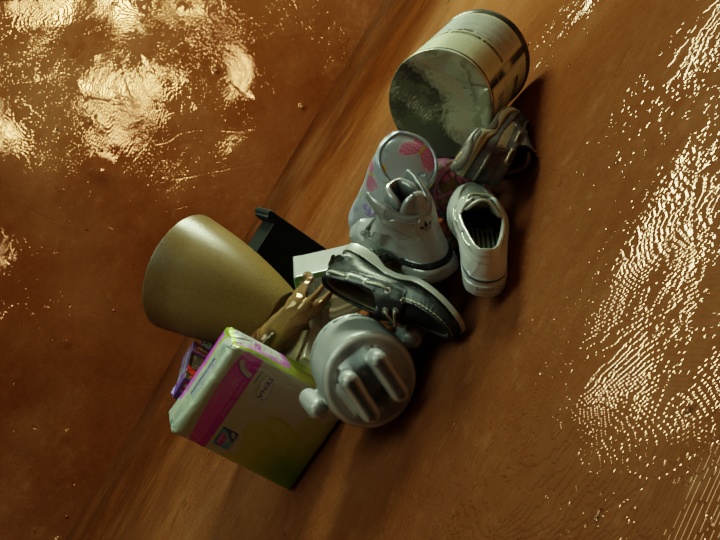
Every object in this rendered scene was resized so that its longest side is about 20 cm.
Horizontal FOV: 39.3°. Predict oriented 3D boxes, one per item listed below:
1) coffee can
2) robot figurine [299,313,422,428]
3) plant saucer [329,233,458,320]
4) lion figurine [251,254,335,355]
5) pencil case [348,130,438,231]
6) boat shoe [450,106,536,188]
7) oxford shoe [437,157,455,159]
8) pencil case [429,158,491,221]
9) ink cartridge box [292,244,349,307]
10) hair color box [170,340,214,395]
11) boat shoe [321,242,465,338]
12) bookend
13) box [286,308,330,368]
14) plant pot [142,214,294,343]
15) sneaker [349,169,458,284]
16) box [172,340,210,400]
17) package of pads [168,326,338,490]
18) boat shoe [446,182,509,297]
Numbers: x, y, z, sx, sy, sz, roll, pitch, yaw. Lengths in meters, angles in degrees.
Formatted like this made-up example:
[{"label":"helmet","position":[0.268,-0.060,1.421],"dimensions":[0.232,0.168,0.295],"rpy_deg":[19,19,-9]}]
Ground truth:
[{"label":"coffee can","position":[0.140,-0.262,1.389],"dimensions":[0.147,0.146,0.200],"rpy_deg":[-47,2,36]},{"label":"robot figurine","position":[0.000,0.117,1.205],"dimensions":[0.168,0.114,0.200],"rpy_deg":[-31,13,-4]},{"label":"plant saucer","position":[0.039,0.003,1.325],"dimensions":[0.198,0.030,0.200],"rpy_deg":[-32,5,3]},{"label":"lion figurine","position":[-0.098,0.071,1.389],"dimensions":[0.123,0.072,0.201],"rpy_deg":[-48,-9,-51]},{"label":"pencil case","position":[0.040,-0.098,1.322],"dimensions":[0.200,0.082,0.092],"rpy_deg":[115,147,-63]},{"label":"boat shoe","position":[0.177,-0.145,1.259],"dimensions":[0.200,0.073,0.075],"rpy_deg":[-41,-14,-54]},{"label":"oxford shoe","position":[0.078,-0.112,1.554],"dimensions":[0.201,0.073,0.084],"rpy_deg":[-52,6,-33]},{"label":"pencil case","position":[0.112,-0.107,1.372],"dimensions":[0.200,0.082,0.088],"rpy_deg":[-146,76,-77]},{"label":"ink cartridge box","position":[0.000,0.000,1.496],"dimensions":[0.197,0.060,0.104],"rpy_deg":[-13,18,-1]},{"label":"hair color box","position":[-0.209,0.192,1.649],"dimensions":[0.110,0.064,0.200],"rpy_deg":[-58,-30,-6]},{"label":"boat shoe","position":[0.035,0.034,1.172],"dimensions":[0.060,0.199,0.074],"rpy_deg":[-43,-37,-21]},{"label":"bookend","position":[-0.134,0.034,1.683],"dimensions":[0.202,0.197,0.092],"rpy_deg":[-59,21,-6]},{"label":"box","position":[-0.065,0.118,1.516],"dimensions":[0.095,0.077,0.201],"rpy_deg":[-49,16,27]},{"label":"plant pot","position":[-0.196,0.038,1.536],"dimensions":[0.187,0.198,0.188],"rpy_deg":[-46,-31,-38]},{"label":"sneaker","position":[0.039,-0.062,1.212],"dimensions":[0.075,0.116,0.199],"rpy_deg":[-29,27,-20]},{"label":"box","position":[-0.178,0.192,1.492],"dimensions":[0.039,0.198,0.137],"rpy_deg":[-55,14,12]},{"label":"package of pads","position":[-0.133,0.183,1.349],"dimensions":[0.155,0.199,0.068],"rpy_deg":[-54,25,9]},{"label":"boat shoe","position":[0.141,-0.055,1.150],"dimensions":[0.201,0.072,0.068],"rpy_deg":[-97,6,-53]}]
